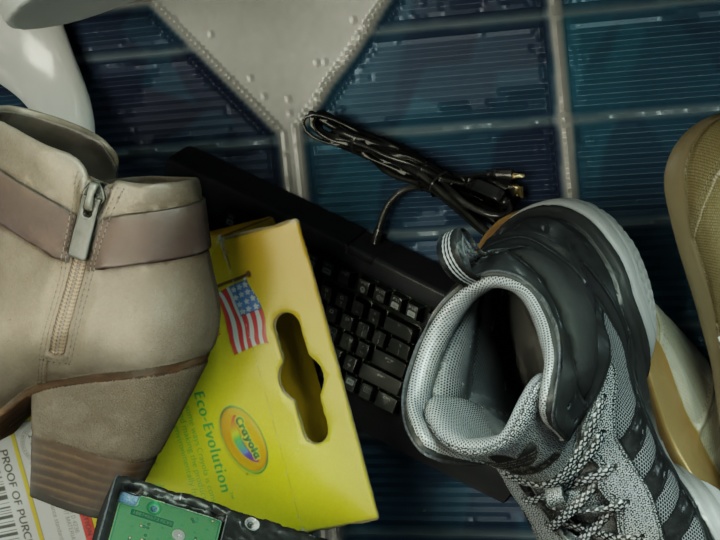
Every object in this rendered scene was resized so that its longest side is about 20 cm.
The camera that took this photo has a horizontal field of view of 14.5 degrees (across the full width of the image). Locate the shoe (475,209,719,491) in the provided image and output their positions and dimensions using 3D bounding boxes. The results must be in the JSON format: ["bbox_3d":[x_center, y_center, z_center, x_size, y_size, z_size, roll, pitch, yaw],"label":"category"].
[{"bbox_3d":[0.106,0.066,1.060,0.070,0.053,0.200,-36,76,26],"label":"shoe"}]

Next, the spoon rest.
[{"bbox_3d":[-0.165,-0.111,1.202,0.099,0.061,0.201,-40,63,29],"label":"spoon rest"}]

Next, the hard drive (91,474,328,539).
[{"bbox_3d":[-0.017,0.169,1.055,0.199,0.140,0.038,18,143,-8],"label":"hard drive"}]

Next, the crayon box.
[{"bbox_3d":[-0.086,0.056,1.155,0.199,0.051,0.128,-12,95,26],"label":"crayon box"}]

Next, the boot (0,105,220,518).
[{"bbox_3d":[-0.148,0.008,1.108,0.199,0.070,0.147,14,107,13],"label":"boot"}]

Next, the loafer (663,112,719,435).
[{"bbox_3d":[0.162,0.035,0.996,0.067,0.076,0.201,134,115,-75],"label":"loafer"}]

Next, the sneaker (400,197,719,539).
[{"bbox_3d":[0.072,0.074,0.984,0.075,0.114,0.201,-20,84,29],"label":"sneaker"}]

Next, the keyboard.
[{"bbox_3d":[0.000,0.000,1.136,0.199,0.021,0.128,26,110,26],"label":"keyboard"}]

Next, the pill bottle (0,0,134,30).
[{"bbox_3d":[-0.136,-0.205,1.134,0.114,0.114,0.201,-25,84,32],"label":"pill bottle"}]
